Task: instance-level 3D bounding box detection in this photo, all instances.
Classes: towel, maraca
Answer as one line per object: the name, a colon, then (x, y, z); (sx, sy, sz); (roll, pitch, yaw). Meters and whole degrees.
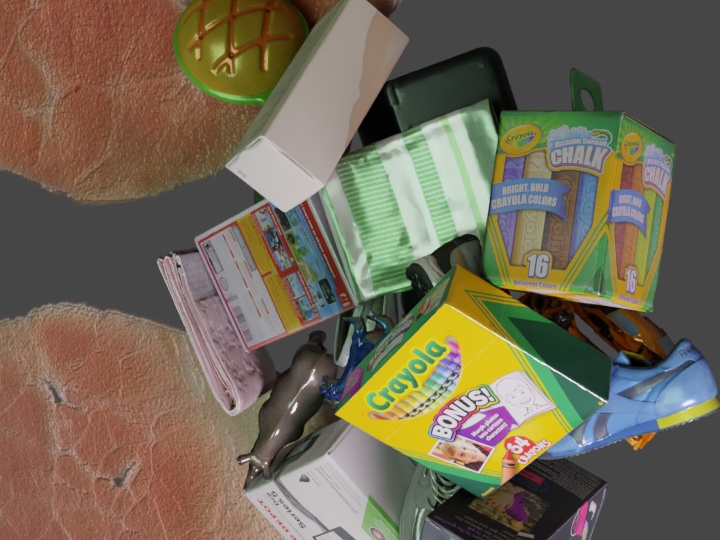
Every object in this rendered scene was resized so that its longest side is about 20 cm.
towel: (0.060, -0.061, 1.206); (0.199, 0.023, 0.154); (-18, 95, 25)
maraca: (-0.109, -0.231, 1.313); (0.199, 0.138, 0.107); (33, 170, 16)
towel: (-0.157, 0.062, 1.426); (0.032, 0.200, 0.192); (-23, 90, 10)

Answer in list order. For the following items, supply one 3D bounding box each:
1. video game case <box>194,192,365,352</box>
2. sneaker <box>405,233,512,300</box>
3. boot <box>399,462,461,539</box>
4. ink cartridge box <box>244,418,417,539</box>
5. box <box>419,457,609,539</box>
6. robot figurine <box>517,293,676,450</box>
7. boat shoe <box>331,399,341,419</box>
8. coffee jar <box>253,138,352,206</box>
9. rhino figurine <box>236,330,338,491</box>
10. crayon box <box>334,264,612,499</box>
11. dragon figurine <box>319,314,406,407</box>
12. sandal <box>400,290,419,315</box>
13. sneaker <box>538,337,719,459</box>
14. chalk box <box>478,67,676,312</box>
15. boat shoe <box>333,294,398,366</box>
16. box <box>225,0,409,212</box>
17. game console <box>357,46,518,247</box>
video game case: (-0.091, -0.002, 1.336); (0.199, 0.017, 0.144); (-23, 92, 45)
sneaker: (0.121, 0.052, 1.184); (0.074, 0.079, 0.201); (36, 160, 55)
boot: (0.082, 0.221, 1.274); (0.073, 0.096, 0.202); (10, 82, 6)
ink cartridge box: (-0.021, 0.258, 1.409); (0.146, 0.084, 0.200); (48, 141, -6)
box: (0.148, 0.274, 1.240); (0.106, 0.199, 0.123); (28, 123, 28)
robot figurine: (0.224, 0.069, 1.193); (0.200, 0.058, 0.146); (42, 127, 18)
boat shoe: (0.029, 0.116, 1.364); (0.062, 0.073, 0.200); (50, 136, 8)
coffee jar: (-0.071, -0.074, 1.361); (0.104, 0.085, 0.202); (27, 123, 30)
rhino figurine: (-0.087, 0.166, 1.419); (0.059, 0.087, 0.201); (31, 94, -2)
crayon box: (0.099, 0.107, 1.127); (0.172, 0.059, 0.200); (30, 134, -12)
dragon figurine: (0.028, 0.094, 1.236); (0.199, 0.058, 0.101); (-6, 87, 54)
sandal: (0.123, 0.080, 1.263); (0.075, 0.048, 0.201); (-44, 87, -3)
sneaker: (0.232, 0.117, 1.129); (0.199, 0.066, 0.079); (-27, 83, 40)
chalk box: (0.197, -0.074, 1.096); (0.123, 0.124, 0.202); (7, 87, 38)
boat shoe: (-0.001, 0.001, 1.321); (0.074, 0.064, 0.204); (-172, 80, -64)
box: (-0.041, -0.165, 1.210); (0.078, 0.201, 0.095); (37, 152, -16)
game console: (0.090, -0.107, 1.263); (0.174, 0.116, 0.202); (-18, 96, 12)
